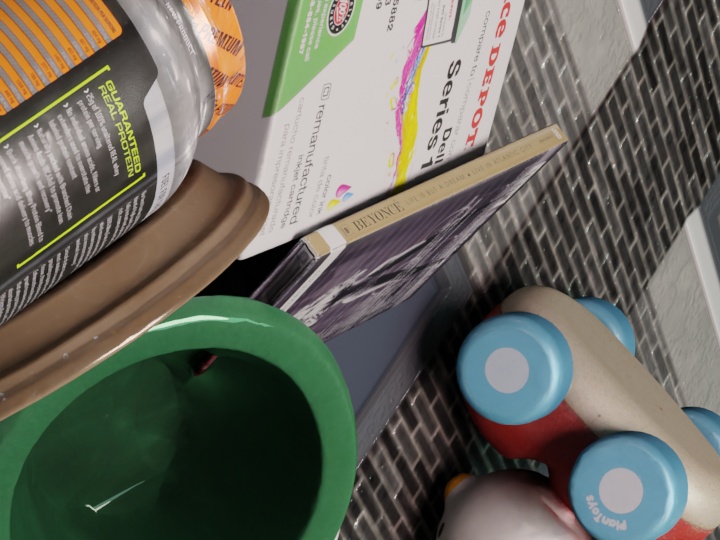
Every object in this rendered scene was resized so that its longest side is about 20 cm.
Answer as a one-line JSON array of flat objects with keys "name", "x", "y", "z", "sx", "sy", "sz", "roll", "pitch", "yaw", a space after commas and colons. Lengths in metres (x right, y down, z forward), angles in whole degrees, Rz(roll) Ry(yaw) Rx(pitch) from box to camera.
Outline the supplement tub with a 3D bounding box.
[{"name": "supplement tub", "x": -0.139, "y": -0.042, "z": 0.763, "sx": 0.200, "sy": 0.122, "sz": 0.123, "roll": -38, "pitch": 137, "yaw": -32}]

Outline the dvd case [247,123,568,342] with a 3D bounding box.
[{"name": "dvd case", "x": 0.000, "y": 0.000, "z": 1.107, "sx": 0.200, "sy": 0.016, "sz": 0.149, "roll": -27, "pitch": 166, "yaw": -47}]

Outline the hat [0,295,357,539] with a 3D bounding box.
[{"name": "hat", "x": -0.109, "y": 0.057, "z": 0.946, "sx": 0.165, "sy": 0.176, "sz": 0.201, "roll": -26, "pitch": 129, "yaw": -16}]

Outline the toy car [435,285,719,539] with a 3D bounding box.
[{"name": "toy car", "x": 0.093, "y": 0.131, "z": 1.321, "sx": 0.200, "sy": 0.177, "sz": 0.184, "roll": -47, "pitch": 167, "yaw": 15}]

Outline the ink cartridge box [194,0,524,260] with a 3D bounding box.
[{"name": "ink cartridge box", "x": -0.011, "y": -0.106, "z": 1.031, "sx": 0.200, "sy": 0.084, "sz": 0.145, "roll": -23, "pitch": 134, "yaw": -53}]

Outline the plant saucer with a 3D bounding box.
[{"name": "plant saucer", "x": -0.126, "y": 0.012, "z": 0.856, "sx": 0.200, "sy": 0.200, "sz": 0.030, "roll": -41, "pitch": 109, "yaw": -38}]

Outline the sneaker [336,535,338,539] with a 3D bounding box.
[{"name": "sneaker", "x": -0.069, "y": 0.155, "z": 1.122, "sx": 0.080, "sy": 0.070, "sz": 0.201, "roll": 15, "pitch": 95, "yaw": -56}]
